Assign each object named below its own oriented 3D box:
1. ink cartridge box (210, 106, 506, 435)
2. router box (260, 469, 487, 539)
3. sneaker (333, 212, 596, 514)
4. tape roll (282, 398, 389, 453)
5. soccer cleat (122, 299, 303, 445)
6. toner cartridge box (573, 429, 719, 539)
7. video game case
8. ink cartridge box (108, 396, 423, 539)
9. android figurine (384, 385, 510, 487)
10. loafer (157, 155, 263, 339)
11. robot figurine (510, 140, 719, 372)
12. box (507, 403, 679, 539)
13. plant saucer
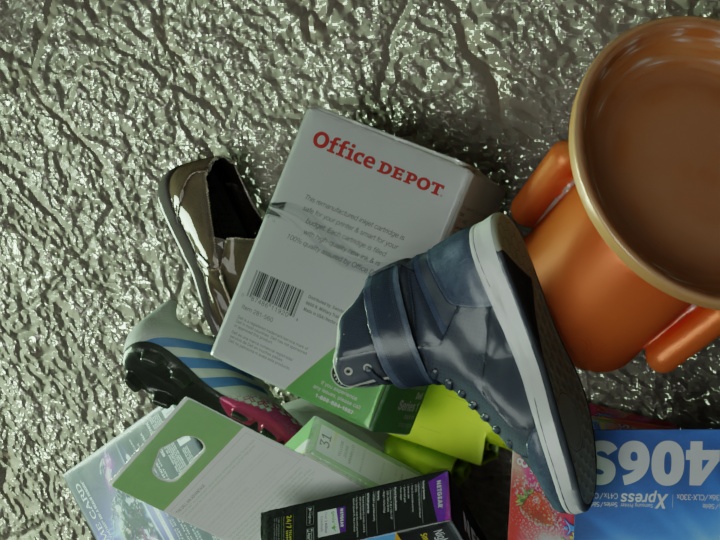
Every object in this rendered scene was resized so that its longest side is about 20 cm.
[{"bbox_3d":[0.000,0.000,1.360,0.146,0.084,0.201,24,93,25],"label":"ink cartridge box"},{"bbox_3d":[0.028,0.237,1.410,0.149,0.051,0.200,-15,138,14],"label":"router box"},{"bbox_3d":[0.067,0.081,1.244,0.146,0.077,0.203,-22,84,21],"label":"sneaker"},{"bbox_3d":[-0.022,0.201,1.524,0.202,0.037,0.203,11,112,28],"label":"tape roll"},{"bbox_3d":[-0.095,0.098,1.475,0.200,0.086,0.070,38,132,-11],"label":"soccer cleat"},{"bbox_3d":[0.238,0.151,1.213,0.199,0.043,0.095,-4,79,30],"label":"toner cartridge box"},{"bbox_3d":[-0.173,0.203,1.603,0.200,0.019,0.143,-35,81,46],"label":"video game case"},{"bbox_3d":[-0.072,0.161,1.426,0.200,0.048,0.146,31,134,-13],"label":"ink cartridge box"},{"bbox_3d":[0.055,0.070,1.410,0.200,0.041,0.183,15,106,30],"label":"android figurine"},{"bbox_3d":[-0.091,-0.003,1.454,0.071,0.073,0.200,-38,82,48],"label":"loafer"},{"bbox_3d":[0.179,-0.009,1.273,0.200,0.116,0.144,-49,45,35],"label":"robot figurine"},{"bbox_3d":[0.169,0.209,1.370,0.094,0.103,0.201,13,116,27],"label":"box"},{"bbox_3d":[0.222,-0.066,1.190,0.200,0.200,0.037,52,153,5],"label":"plant saucer"}]
